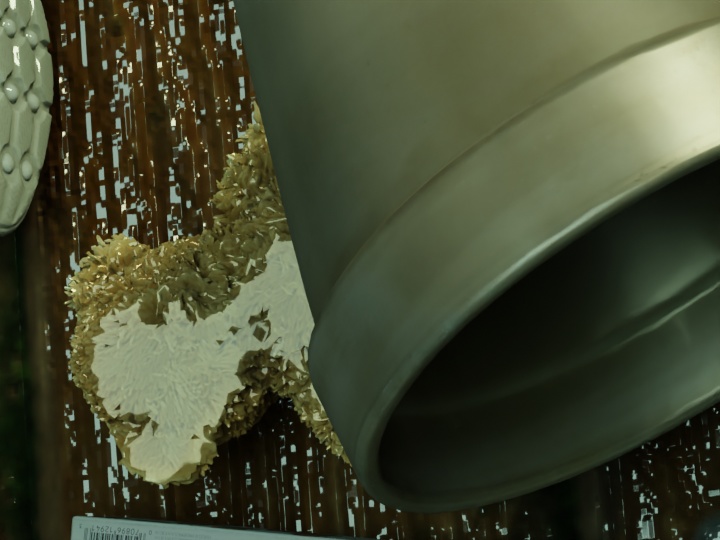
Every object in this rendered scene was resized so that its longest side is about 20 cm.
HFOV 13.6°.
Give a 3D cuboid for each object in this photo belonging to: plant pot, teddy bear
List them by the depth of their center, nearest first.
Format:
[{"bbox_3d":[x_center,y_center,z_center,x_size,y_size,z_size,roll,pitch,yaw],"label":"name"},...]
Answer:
[{"bbox_3d":[0.049,-0.054,0.894,0.200,0.200,0.174,-35,67,13],"label":"plant pot"},{"bbox_3d":[0.000,0.000,1.009,0.200,0.067,0.145,-45,80,3],"label":"teddy bear"}]

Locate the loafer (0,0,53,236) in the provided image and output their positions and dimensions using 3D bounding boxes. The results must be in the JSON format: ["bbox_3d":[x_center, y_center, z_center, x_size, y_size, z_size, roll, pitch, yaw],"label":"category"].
[{"bbox_3d":[-0.156,-0.104,1.074,0.069,0.070,0.201,-16,71,23],"label":"loafer"}]

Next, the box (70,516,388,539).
[{"bbox_3d":[-0.002,0.109,1.003,0.199,0.039,0.042,2,86,21],"label":"box"}]
